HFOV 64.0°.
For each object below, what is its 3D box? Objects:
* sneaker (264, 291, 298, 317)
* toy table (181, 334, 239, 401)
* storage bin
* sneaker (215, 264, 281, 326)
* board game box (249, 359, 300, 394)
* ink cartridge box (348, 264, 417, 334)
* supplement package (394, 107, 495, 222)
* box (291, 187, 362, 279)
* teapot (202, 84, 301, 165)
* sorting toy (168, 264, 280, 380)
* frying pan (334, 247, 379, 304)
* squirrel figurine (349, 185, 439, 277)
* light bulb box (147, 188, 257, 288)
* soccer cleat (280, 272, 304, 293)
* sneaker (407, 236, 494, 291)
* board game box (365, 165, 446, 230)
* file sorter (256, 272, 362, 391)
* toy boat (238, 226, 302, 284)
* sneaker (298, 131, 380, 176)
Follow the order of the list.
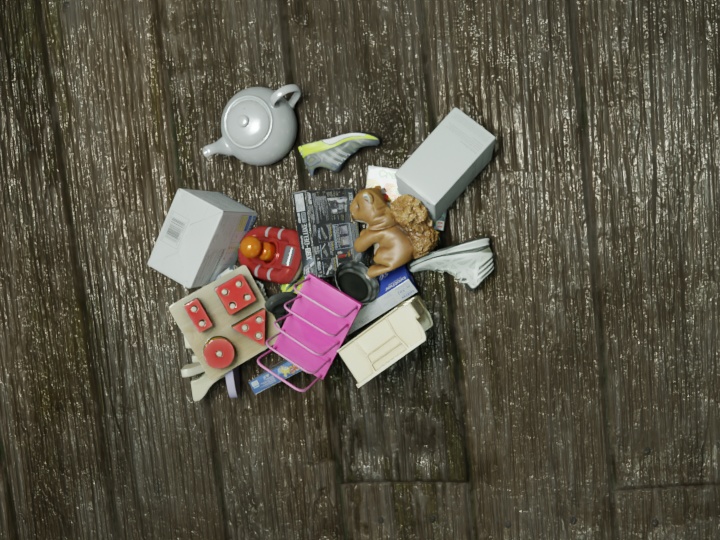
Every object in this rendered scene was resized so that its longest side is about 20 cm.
[{"bbox_3d":[-0.130,0.111,1.368,0.060,0.199,0.105,-48,58,23],"label":"sneaker"},{"bbox_3d":[-0.368,0.221,1.428,0.116,0.184,0.202,-6,85,-6],"label":"toy table"},{"bbox_3d":[0.066,0.150,1.315,0.198,0.200,0.094,-36,86,12],"label":"storage bin"},{"bbox_3d":[-0.260,0.067,1.408,0.071,0.073,0.200,-40,113,20],"label":"sneaker"},{"bbox_3d":[-0.158,0.225,1.397,0.199,0.135,0.035,-29,89,13],"label":"board game box"},{"bbox_3d":[0.035,0.065,1.363,0.199,0.094,0.044,-33,116,12],"label":"ink cartridge box"},{"bbox_3d":[0.185,-0.229,1.268,0.117,0.117,0.200,41,84,14],"label":"supplement package"},{"bbox_3d":[-0.072,-0.089,1.342,0.049,0.157,0.202,-4,96,44],"label":"box"},{"bbox_3d":[-0.247,-0.345,1.357,0.195,0.146,0.202,13,97,9],"label":"teapot"},{"bbox_3d":[-0.303,0.122,1.327,0.199,0.070,0.200,-30,99,-14],"label":"sorting toy"},{"bbox_3d":[-0.015,-0.002,1.334,0.031,0.114,0.191,-49,40,44],"label":"frying pan"},{"bbox_3d":[0.071,-0.107,1.290,0.199,0.141,0.188,-20,95,31],"label":"squirrel figurine"},{"bbox_3d":[-0.370,-0.079,1.377,0.124,0.200,0.200,28,100,9],"label":"light bulb box"},{"bbox_3d":[-0.140,0.019,1.409,0.083,0.065,0.202,19,97,13],"label":"soccer cleat"},{"bbox_3d":[0.214,0.001,1.335,0.199,0.076,0.116,-15,90,9],"label":"sneaker"},{"bbox_3d":[0.108,-0.171,1.361,0.198,0.035,0.128,9,96,10],"label":"board game box"},{"bbox_3d":[-0.113,0.135,1.237,0.138,0.125,0.201,30,106,9],"label":"file sorter"},{"bbox_3d":[-0.227,-0.046,1.360,0.199,0.130,0.132,10,84,45],"label":"toy boat"},{"bbox_3d":[-0.046,-0.280,1.370,0.198,0.074,0.082,-10,102,17],"label":"sneaker"}]
